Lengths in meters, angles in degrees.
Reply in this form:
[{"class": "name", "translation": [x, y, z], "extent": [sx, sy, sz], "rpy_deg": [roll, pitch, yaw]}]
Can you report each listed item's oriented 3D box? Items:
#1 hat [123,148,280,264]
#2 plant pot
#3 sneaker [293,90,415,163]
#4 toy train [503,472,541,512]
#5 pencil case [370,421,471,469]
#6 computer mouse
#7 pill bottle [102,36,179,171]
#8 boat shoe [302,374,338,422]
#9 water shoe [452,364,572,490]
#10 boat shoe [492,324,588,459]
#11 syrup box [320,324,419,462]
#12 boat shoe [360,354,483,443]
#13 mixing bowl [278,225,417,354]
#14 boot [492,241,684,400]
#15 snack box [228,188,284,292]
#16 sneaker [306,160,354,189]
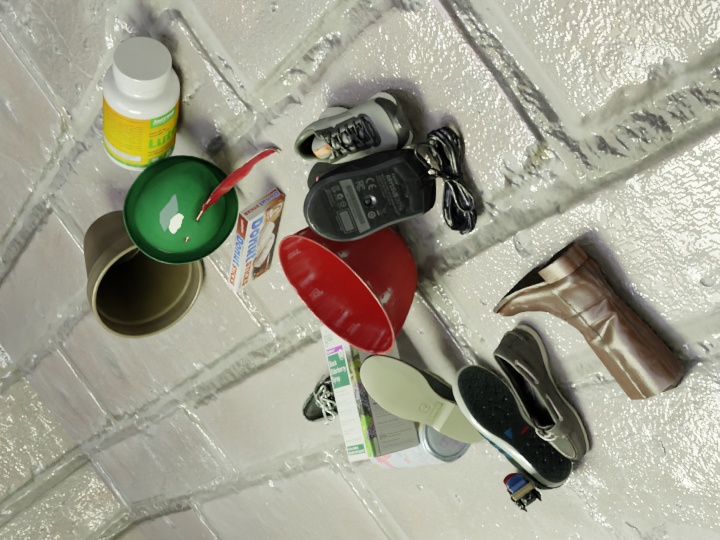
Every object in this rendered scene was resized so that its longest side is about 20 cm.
[{"class": "hat", "translation": [-0.248, -0.122, 1.766], "extent": [0.166, 0.200, 0.176], "rpy_deg": [40, 163, 3]}, {"class": "plant pot", "translation": [-0.396, -0.013, 2.130], "extent": [0.174, 0.200, 0.200], "rpy_deg": [49, 156, 43]}, {"class": "sneaker", "translation": [-0.007, -0.161, 1.482], "extent": [0.200, 0.079, 0.074], "rpy_deg": [-6, 116, 56]}, {"class": "toy train", "translation": [0.212, 0.290, 1.639], "extent": [0.046, 0.034, 0.200], "rpy_deg": [55, 179, 7]}, {"class": "pencil case", "translation": [0.080, 0.244, 1.803], "extent": [0.091, 0.083, 0.200], "rpy_deg": [60, 151, -2]}, {"class": "computer mouse", "translation": [0.031, -0.092, 1.447], "extent": [0.053, 0.199, 0.139], "rpy_deg": [-87, -18, -62]}, {"class": "pill bottle", "translation": [-0.323, -0.246, 1.812], "extent": [0.111, 0.111, 0.200], "rpy_deg": [44, 150, 15]}, {"class": "boat shoe", "translation": [-0.043, 0.197, 1.942], "extent": [0.074, 0.068, 0.199], "rpy_deg": [54, 151, -3]}, {"class": "water shoe", "translation": [0.190, 0.214, 1.622], "extent": [0.200, 0.071, 0.079], "rpy_deg": [48, 158, 13]}, {"class": "boat shoe", "translation": [0.220, 0.163, 1.534], "extent": [0.067, 0.057, 0.200], "rpy_deg": [1, 123, 55]}, {"class": "syrup box", "translation": [0.011, 0.161, 1.735], "extent": [0.079, 0.081, 0.201], "rpy_deg": [-24, 78, 60]}, {"class": "boat shoe", "translation": [0.084, 0.166, 1.661], "extent": [0.200, 0.071, 0.063], "rpy_deg": [29, -162, -15]}, {"class": "mixing bowl", "translation": [0.000, 0.000, 1.608], "extent": [0.200, 0.108, 0.200], "rpy_deg": [35, 153, 21]}, {"class": "boot", "translation": [0.257, 0.079, 1.392], "extent": [0.200, 0.064, 0.186], "rpy_deg": [47, 154, 0]}, {"class": "snack box", "translation": [-0.157, -0.043, 1.838], "extent": [0.024, 0.072, 0.200], "rpy_deg": [45, 151, 17]}, {"class": "sneaker", "translation": [-0.035, -0.102, 1.566], "extent": [0.200, 0.099, 0.071], "rpy_deg": [0, 124, 56]}]
